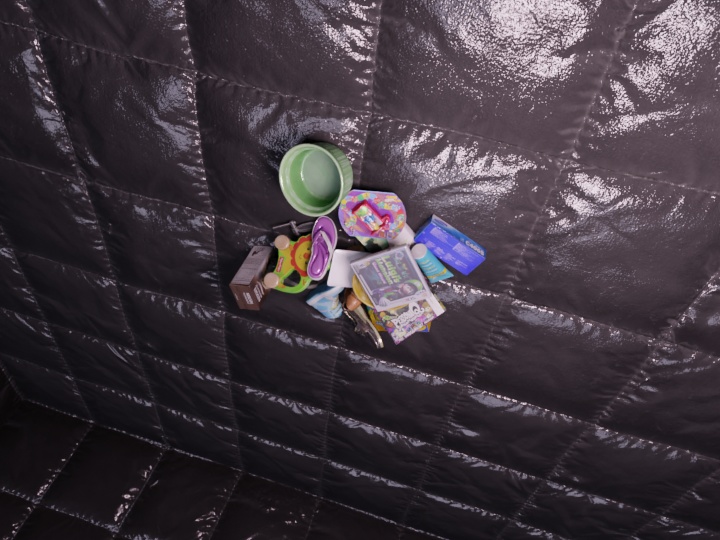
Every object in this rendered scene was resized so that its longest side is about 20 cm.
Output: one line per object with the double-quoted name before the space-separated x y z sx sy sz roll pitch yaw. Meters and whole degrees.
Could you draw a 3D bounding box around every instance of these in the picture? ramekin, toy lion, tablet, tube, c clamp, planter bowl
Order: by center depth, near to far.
"ramekin" -0.118 -0.260 1.496 0.199 0.098 0.201 10 115 22
"tube" 0.215 -0.015 1.643 0.077 0.051 0.200 -15 148 24
"planter bowl" 0.078 0.022 1.656 0.199 0.084 0.201 4 127 6
"toy lion" -0.189 -0.022 1.708 0.190 0.201 0.069 14 175 11
"tablet" 0.000 0.000 1.714 0.199 0.014 0.131 5 117 -18
"c clamp" -0.168 -0.092 1.768 0.170 0.027 0.201 -15 123 26

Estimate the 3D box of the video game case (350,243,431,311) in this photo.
"video game case" 0.092 0.026 1.588 0.181 0.023 0.201 -17 123 21

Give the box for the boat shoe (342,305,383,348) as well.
"boat shoe" 0.007 0.195 1.869 0.201 0.066 0.072 56 166 21

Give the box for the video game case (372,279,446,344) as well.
"video game case" 0.144 0.108 1.716 0.200 0.036 0.182 -37 79 21

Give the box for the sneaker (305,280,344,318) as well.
"sneaker" -0.090 0.101 1.883 0.130 0.080 0.200 42 142 -17

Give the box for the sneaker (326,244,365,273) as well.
"sneaker" -0.062 -0.006 1.757 0.199 0.070 0.109 -18 125 17

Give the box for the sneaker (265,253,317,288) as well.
"sneaker" -0.216 -0.007 1.826 0.199 0.076 0.115 21 98 -32

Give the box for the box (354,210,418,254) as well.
"box" 0.097 -0.085 1.644 0.144 0.036 0.200 -31 116 28

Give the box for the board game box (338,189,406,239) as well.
"board game box" 0.032 -0.151 1.555 0.198 0.039 0.159 6 127 4

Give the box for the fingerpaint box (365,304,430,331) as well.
"fingerpaint box" 0.128 0.128 1.824 0.199 0.074 0.168 -1 131 22

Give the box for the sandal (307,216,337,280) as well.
"sandal" -0.119 -0.071 1.657 0.082 0.204 0.050 6 172 8

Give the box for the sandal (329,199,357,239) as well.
"sandal" -0.049 -0.171 1.638 0.075 0.045 0.200 4 148 25

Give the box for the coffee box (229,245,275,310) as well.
"coffee box" -0.353 0.023 1.820 0.079 0.201 0.113 3 134 18

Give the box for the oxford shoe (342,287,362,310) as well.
"oxford shoe" -0.036 0.098 1.798 0.071 0.071 0.200 39 177 -3

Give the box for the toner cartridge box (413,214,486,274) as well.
"toner cartridge box" 0.267 -0.075 1.599 0.199 0.043 0.095 33 133 -11
